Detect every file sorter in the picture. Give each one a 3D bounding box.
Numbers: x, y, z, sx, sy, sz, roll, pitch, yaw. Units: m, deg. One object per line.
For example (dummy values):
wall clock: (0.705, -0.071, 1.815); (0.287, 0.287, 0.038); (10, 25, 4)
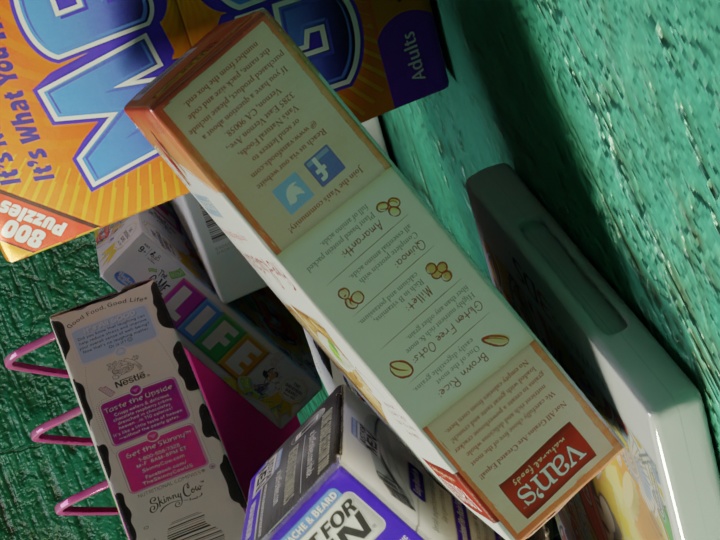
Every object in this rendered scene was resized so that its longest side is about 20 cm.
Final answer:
file sorter: (-0.110, 0.121, 1.330); (0.201, 0.125, 0.139); (68, -165, 13)

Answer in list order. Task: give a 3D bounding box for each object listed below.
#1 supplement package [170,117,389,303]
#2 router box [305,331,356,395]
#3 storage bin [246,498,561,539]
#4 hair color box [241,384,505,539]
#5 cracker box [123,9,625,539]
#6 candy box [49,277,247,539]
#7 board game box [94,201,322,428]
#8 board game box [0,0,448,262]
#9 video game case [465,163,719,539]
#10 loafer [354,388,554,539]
supplement package: (-0.067, -0.094, 1.210); (0.200, 0.109, 0.114); (-123, 12, -54)
router box: (-0.006, 0.027, 1.365); (0.180, 0.049, 0.201); (81, 165, -60)
storage bin: (0.022, 0.140, 1.142); (0.200, 0.135, 0.094); (167, 81, -83)
hair color box: (0.045, 0.144, 0.890); (0.200, 0.065, 0.109); (44, -171, -8)
cracker box: (0.000, 0.000, 0.820); (0.200, 0.058, 0.134); (49, 175, -9)
candy box: (-0.088, 0.123, 1.112); (0.137, 0.061, 0.200); (79, 167, -51)
board game box: (-0.092, -0.003, 1.260); (0.134, 0.034, 0.200); (41, -170, -22)
board game box: (-0.106, -0.167, 0.929); (0.200, 0.199, 0.200); (-121, 12, -52)
video game case: (0.100, 0.082, 0.858); (0.182, 0.023, 0.201); (-123, 13, -57)
loafer: (0.062, 0.089, 0.991); (0.073, 0.071, 0.201); (31, 150, 60)
